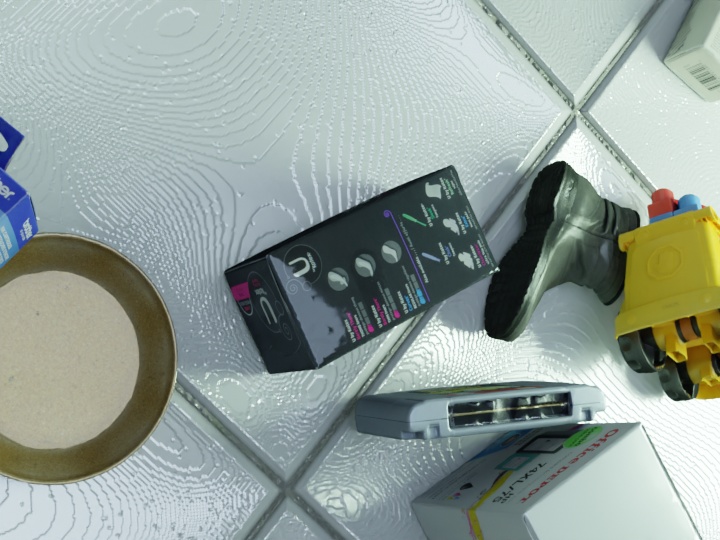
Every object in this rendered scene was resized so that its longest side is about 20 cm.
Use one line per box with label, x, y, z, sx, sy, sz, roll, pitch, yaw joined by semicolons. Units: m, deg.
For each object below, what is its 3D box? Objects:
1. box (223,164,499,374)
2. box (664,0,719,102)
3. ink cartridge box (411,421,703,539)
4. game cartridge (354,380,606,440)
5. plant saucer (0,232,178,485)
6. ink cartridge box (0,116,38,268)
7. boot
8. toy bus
box;0.000;0.000;1.018;0.199;0.122;0.107;-27;94;-26
box;0.419;-0.292;1.282;0.082;0.068;0.201;37;69;-16
ink cartridge box;0.173;0.233;1.022;0.146;0.200;0.147;-30;95;-25
game cartridge;0.102;0.124;1.041;0.198;0.133;0.041;-2;84;-25
plant saucer;-0.249;0.072;0.941;0.198;0.035;0.203;4;80;-24
ink cartridge box;-0.341;-0.040;0.875;0.136;0.076;0.200;39;67;5
boot;0.211;0.001;1.150;0.130;0.068;0.202;32;72;-23
toy bus;0.343;0.018;1.169;0.200;0.135;0.194;35;46;-42
